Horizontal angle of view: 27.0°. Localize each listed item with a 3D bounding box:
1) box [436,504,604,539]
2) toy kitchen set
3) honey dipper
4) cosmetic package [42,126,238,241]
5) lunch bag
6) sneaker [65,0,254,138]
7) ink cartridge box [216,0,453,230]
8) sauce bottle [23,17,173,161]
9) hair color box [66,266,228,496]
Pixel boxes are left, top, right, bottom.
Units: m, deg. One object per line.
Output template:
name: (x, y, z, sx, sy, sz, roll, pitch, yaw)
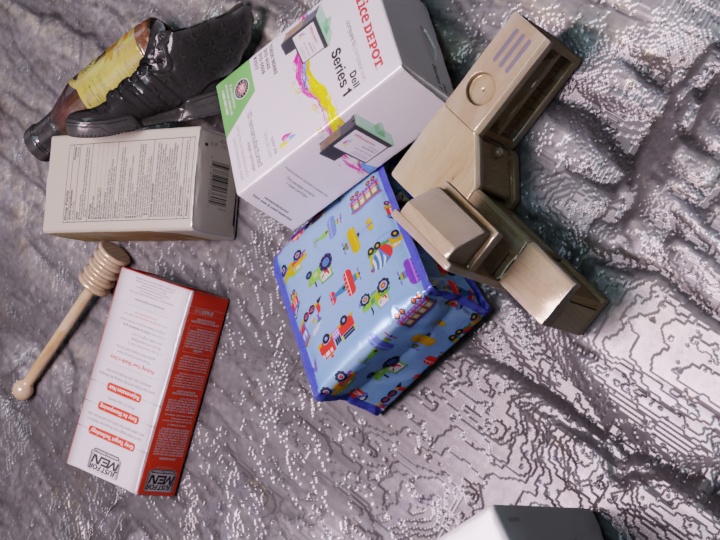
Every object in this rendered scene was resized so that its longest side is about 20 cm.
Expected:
box: (0.119, 0.305, 1.136, 0.171, 0.199, 0.200, -36, 65, 20)
toy kitchen set: (0.132, -0.084, 1.216, 0.200, 0.163, 0.181, 47, 107, 29)
honey dipper: (-0.306, 0.056, 1.557, 0.038, 0.038, 0.201, 48, 112, 29)
cosmetic package: (-0.219, -0.083, 1.499, 0.198, 0.071, 0.107, 2, 83, 33)
lunch bag: (0.000, 0.000, 1.342, 0.150, 0.094, 0.201, -43, 52, 22)
sneaker: (-0.197, -0.196, 1.467, 0.060, 0.197, 0.106, -145, 45, -72)
ink cartridge box: (-0.025, -0.158, 1.358, 0.199, 0.084, 0.146, -35, 47, 24)
sauce bottle: (-0.270, -0.183, 1.553, 0.199, 0.066, 0.067, -33, 66, 22)
hair color box: (-0.208, 0.108, 1.466, 0.101, 0.061, 0.202, 17, 90, 34)
